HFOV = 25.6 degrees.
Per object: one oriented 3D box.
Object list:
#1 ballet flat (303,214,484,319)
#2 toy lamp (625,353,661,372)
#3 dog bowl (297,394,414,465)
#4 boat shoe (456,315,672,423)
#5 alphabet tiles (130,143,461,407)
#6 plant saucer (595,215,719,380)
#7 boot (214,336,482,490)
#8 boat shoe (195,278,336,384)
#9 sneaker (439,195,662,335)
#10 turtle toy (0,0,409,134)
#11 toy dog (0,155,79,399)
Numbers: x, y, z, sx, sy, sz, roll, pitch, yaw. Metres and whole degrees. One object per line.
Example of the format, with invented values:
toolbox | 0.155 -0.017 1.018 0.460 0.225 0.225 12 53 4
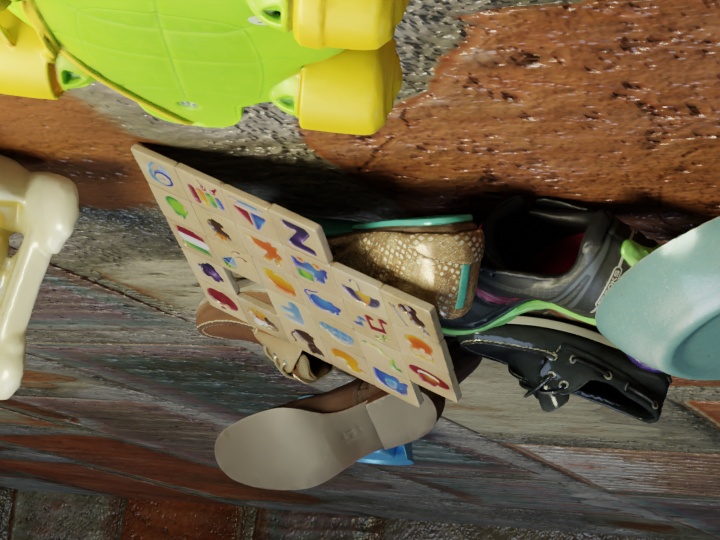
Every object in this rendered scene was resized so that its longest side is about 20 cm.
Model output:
ballet flat | 0.000 0.000 0.933 0.070 0.065 0.200 -5 -175 -30
toy lamp | 0.203 0.028 1.037 0.058 0.058 0.200 6 164 5
dog bowl | -0.009 0.181 1.794 0.111 0.050 0.200 1 166 25
boat shoe | 0.161 0.081 1.252 0.199 0.066 0.074 15 165 -29
alphabet tiles | -0.033 0.011 0.923 0.200 0.008 0.167 24 155 27
plant saucer | 0.226 0.014 0.844 0.200 0.036 0.200 -12 156 -5
boot | -0.003 0.103 1.253 0.186 0.064 0.200 -12 -170 15
boat shoe | -0.045 0.047 1.204 0.200 0.072 0.076 -2 164 35
sneaker | 0.088 -0.011 0.934 0.200 0.077 0.084 -6 139 44
turtle toy | -0.054 -0.104 0.515 0.146 0.101 0.200 7 167 1
toy dog | -0.292 -0.034 0.922 0.200 0.140 0.194 15 -159 -35
